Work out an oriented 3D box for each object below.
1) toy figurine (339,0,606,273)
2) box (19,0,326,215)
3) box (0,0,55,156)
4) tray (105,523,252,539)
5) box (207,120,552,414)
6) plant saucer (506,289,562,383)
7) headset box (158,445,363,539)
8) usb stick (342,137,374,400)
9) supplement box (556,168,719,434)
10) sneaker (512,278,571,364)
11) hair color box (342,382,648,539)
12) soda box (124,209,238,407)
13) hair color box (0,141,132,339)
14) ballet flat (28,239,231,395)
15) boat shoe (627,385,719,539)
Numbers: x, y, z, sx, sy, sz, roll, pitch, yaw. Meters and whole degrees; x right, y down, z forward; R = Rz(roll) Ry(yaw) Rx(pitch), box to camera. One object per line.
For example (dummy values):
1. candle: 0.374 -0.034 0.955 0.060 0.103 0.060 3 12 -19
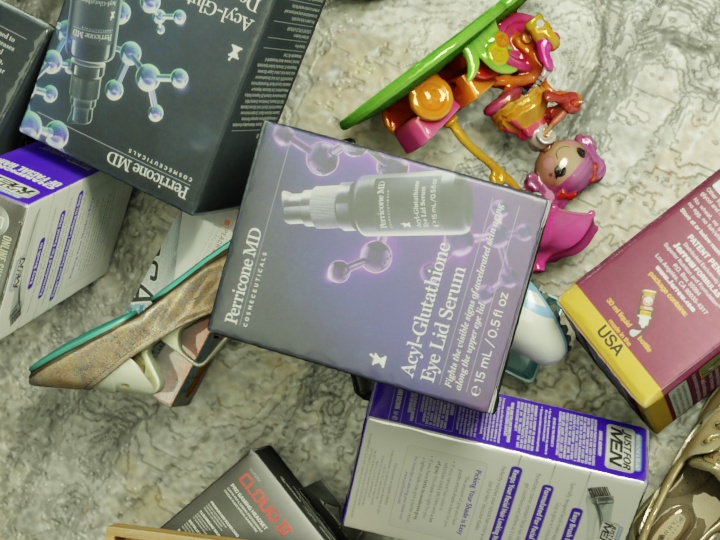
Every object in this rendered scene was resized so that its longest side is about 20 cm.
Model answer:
1. toy figurine: 0.115 -0.095 1.173 0.200 0.150 0.184 -39 96 -22
2. box: -0.127 -0.161 1.118 0.148 0.107 0.201 25 103 13
3. box: -0.298 -0.102 1.185 0.107 0.148 0.201 27 89 8
4. tray: -0.086 0.242 1.122 0.199 0.037 0.099 6 86 7
5. box: 0.014 -0.004 1.059 0.199 0.104 0.149 15 94 5
6. plant saucer: 0.051 0.014 1.185 0.199 0.019 0.070 25 78 -5
7. headset box: -0.088 0.239 1.179 0.200 0.077 0.149 -40 82 4
8. usb stick: 0.000 0.000 1.207 0.055 0.033 0.201 -15 84 2
9. supplement box: 0.252 0.010 1.120 0.200 0.131 0.103 -38 69 2
10. sneaker: 0.063 0.009 1.140 0.200 0.072 0.073 37 64 5
11. hair color box: 0.096 0.148 1.131 0.199 0.065 0.110 14 127 3
12. soda box: -0.120 0.002 1.206 0.068 0.064 0.201 27 89 8
13. hair color box: -0.235 -0.031 1.142 0.065 0.200 0.110 22 109 7
14. ballet flat: -0.146 0.050 1.143 0.199 0.068 0.067 -31 91 5
15. boat shoe: 0.266 0.143 1.148 0.071 0.065 0.200 34 90 8
